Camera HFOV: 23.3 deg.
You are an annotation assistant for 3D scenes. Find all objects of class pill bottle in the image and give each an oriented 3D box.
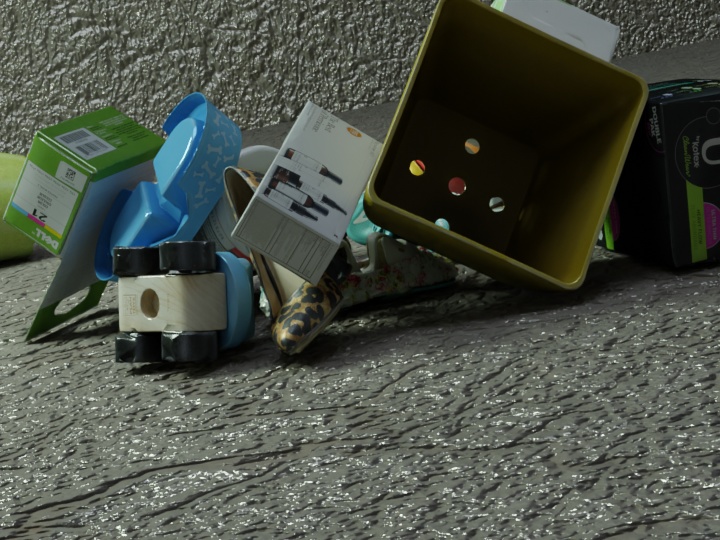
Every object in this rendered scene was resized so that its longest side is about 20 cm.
[{"bbox_3d":[-0.139,-0.041,1.713,0.113,0.115,0.199,-17,-3,-39],"label":"pill bottle"}]

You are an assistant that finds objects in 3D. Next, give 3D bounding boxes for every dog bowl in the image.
[{"bbox_3d":[-0.177,-0.069,1.626,0.049,0.201,0.112,25,22,-27],"label":"dog bowl"}]

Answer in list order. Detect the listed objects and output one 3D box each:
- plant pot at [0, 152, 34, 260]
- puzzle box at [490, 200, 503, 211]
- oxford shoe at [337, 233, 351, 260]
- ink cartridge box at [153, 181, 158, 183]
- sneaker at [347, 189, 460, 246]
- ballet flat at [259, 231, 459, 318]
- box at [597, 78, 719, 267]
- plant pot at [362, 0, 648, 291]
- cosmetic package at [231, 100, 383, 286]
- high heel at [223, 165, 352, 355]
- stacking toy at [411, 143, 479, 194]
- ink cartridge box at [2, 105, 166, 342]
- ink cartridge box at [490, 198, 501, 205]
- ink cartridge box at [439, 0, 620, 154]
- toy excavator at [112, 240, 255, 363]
[{"bbox_3d":[-0.515,-0.082,2.251,0.182,0.203,0.200,0,7,-19],"label":"plant pot"},{"bbox_3d":[0.211,-0.057,1.826,0.198,0.026,0.133,-3,12,32],"label":"puzzle box"},{"bbox_3d":[-0.047,-0.027,1.778,0.083,0.074,0.200,2,14,-8],"label":"oxford shoe"},{"bbox_3d":[-0.156,-0.073,2.090,0.145,0.084,0.199,-15,12,-28],"label":"ink cartridge box"},{"bbox_3d":[0.042,-0.048,1.808,0.079,0.078,0.199,-26,18,-32],"label":"sneaker"},{"bbox_3d":[0.000,0.000,1.596,0.198,0.065,0.075,-13,13,-24],"label":"ballet flat"},{"bbox_3d":[0.292,-0.094,1.596,0.123,0.150,0.200,-10,10,-14],"label":"box"},{"bbox_3d":[0.108,-0.093,1.547,0.198,0.202,0.176,23,-15,-7],"label":"plant pot"},{"bbox_3d":[-0.041,-0.070,1.483,0.082,0.051,0.200,31,29,-6],"label":"cosmetic package"},{"bbox_3d":[-0.080,-0.009,1.461,0.071,0.143,0.200,-42,10,21],"label":"high heel"},{"bbox_3d":[0.083,-0.099,1.923,0.199,0.147,0.146,-38,12,-2],"label":"stacking toy"},{"bbox_3d":[-0.285,-0.046,1.716,0.075,0.201,0.148,32,24,12],"label":"ink cartridge box"},{"bbox_3d":[0.200,-0.190,2.067,0.144,0.202,0.145,-9,10,-1],"label":"ink cartridge box"},{"bbox_3d":[0.146,-0.175,1.640,0.116,0.068,0.200,24,-30,-8],"label":"ink cartridge box"},{"bbox_3d":[-0.136,0.028,1.544,0.193,0.101,0.199,-3,-1,44],"label":"toy excavator"}]
